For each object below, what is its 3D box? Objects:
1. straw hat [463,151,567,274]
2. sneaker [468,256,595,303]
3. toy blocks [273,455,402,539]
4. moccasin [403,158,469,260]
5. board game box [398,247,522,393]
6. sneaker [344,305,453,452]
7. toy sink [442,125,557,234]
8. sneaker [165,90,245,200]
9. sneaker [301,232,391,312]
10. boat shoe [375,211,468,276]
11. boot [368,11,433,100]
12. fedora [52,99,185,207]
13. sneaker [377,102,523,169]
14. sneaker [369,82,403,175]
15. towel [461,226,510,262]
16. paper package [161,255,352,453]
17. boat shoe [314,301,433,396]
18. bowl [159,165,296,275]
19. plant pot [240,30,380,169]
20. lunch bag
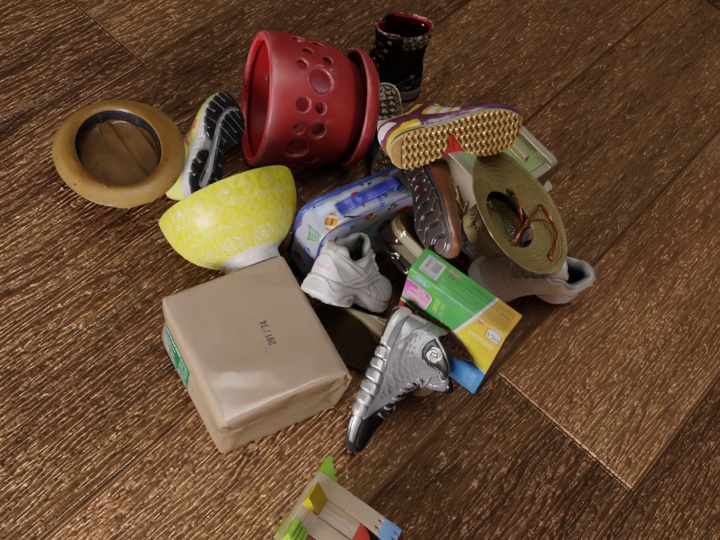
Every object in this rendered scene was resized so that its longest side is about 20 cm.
[{"bbox_3d":[0.194,-0.062,1.437,0.200,0.085,0.203,26,50,-34],"label":"straw hat"},{"bbox_3d":[0.252,0.000,1.493,0.197,0.099,0.079,0,74,-24],"label":"sneaker"},{"bbox_3d":[-0.036,0.347,1.234,0.136,0.100,0.201,35,55,-2],"label":"toy blocks"},{"bbox_3d":[0.109,-0.088,1.384,0.077,0.074,0.202,18,31,-23],"label":"moccasin"},{"bbox_3d":[0.122,0.072,1.379,0.152,0.201,0.040,36,64,12],"label":"board game box"},{"bbox_3d":[0.059,0.157,1.341,0.114,0.075,0.202,22,89,5],"label":"sneaker"},{"bbox_3d":[0.214,-0.159,1.586,0.199,0.112,0.131,-31,70,-33],"label":"toy sink"},{"bbox_3d":[-0.241,-0.186,1.536,0.078,0.090,0.202,46,50,-35],"label":"sneaker"},{"bbox_3d":[0.000,0.000,1.415,0.077,0.199,0.101,24,97,23],"label":"sneaker"},{"bbox_3d":[0.099,0.003,1.481,0.200,0.064,0.073,49,29,-18],"label":"boat shoe"},{"bbox_3d":[0.020,-0.340,1.662,0.197,0.151,0.074,-3,57,-16],"label":"boot"},{"bbox_3d":[-0.347,-0.156,1.489,0.198,0.082,0.203,4,55,-6],"label":"fedora"},{"bbox_3d":[0.120,-0.199,1.393,0.197,0.076,0.090,-10,39,-14],"label":"sneaker"},{"bbox_3d":[0.046,-0.185,1.614,0.066,0.090,0.203,-4,87,0],"label":"sneaker"},{"bbox_3d":[0.190,-0.073,1.604,0.200,0.024,0.147,42,55,13],"label":"towel"},{"bbox_3d":[-0.143,0.110,1.352,0.189,0.104,0.201,-20,64,-25],"label":"paper package"},{"bbox_3d":[0.025,0.101,1.425,0.198,0.073,0.065,29,25,11],"label":"boat shoe"},{"bbox_3d":[-0.165,-0.052,1.415,0.198,0.200,0.109,-21,82,-25],"label":"bowl"},{"bbox_3d":[-0.077,-0.250,1.557,0.180,0.201,0.203,4,55,-22],"label":"plant pot"},{"bbox_3d":[-0.005,-0.071,1.470,0.199,0.161,0.076,-27,66,-27],"label":"lunch bag"}]
